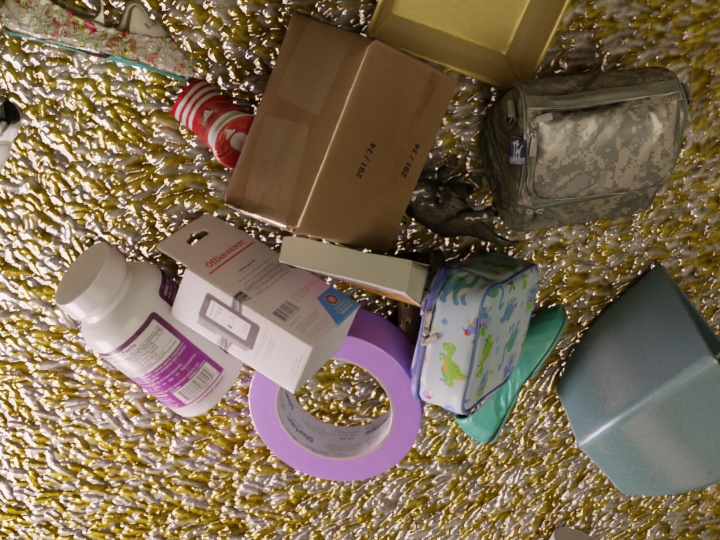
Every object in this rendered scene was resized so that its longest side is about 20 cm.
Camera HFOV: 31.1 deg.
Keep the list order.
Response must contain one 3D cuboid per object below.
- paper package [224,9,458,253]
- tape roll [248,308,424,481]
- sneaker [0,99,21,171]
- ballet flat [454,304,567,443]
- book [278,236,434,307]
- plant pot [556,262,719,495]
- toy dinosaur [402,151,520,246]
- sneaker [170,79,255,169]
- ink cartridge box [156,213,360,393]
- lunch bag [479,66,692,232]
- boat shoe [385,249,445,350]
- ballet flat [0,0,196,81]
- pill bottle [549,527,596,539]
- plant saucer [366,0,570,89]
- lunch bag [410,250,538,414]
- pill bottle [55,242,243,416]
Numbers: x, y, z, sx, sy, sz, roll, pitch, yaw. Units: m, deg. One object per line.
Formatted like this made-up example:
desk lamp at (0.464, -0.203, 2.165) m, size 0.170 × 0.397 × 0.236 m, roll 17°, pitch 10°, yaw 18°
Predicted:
paper package at (-0.017, -0.131, 1.288) m, size 0.190 × 0.103 × 0.202 m, roll 12°, pitch 101°, yaw -59°
tape roll at (-0.025, 0.142, 1.483) m, size 0.198 × 0.066 × 0.202 m, roll 4°, pitch 119°, yaw 8°
sneaker at (-0.435, -0.137, 1.256) m, size 0.198 × 0.075 × 0.081 m, roll 11°, pitch 123°, yaw -20°
ballet flat at (0.175, 0.119, 1.570) m, size 0.070 × 0.067 × 0.201 m, roll 26°, pitch 107°, yaw -11°
book at (0.000, 0.000, 1.359) m, size 0.132 × 0.200 × 0.049 m, roll 13°, pitch 89°, yaw 9°
plant pot at (0.357, 0.156, 1.573) m, size 0.199 × 0.197 × 0.196 m, roll -35°, pitch 122°, yaw 14°
toy dinosaur at (0.092, -0.072, 1.442) m, size 0.199 × 0.078 × 0.102 m, roll 13°, pitch 156°, yaw -34°
sneaker at (-0.123, -0.141, 1.345) m, size 0.078 × 0.116 × 0.200 m, roll -44°, pitch 153°, yaw -2°
ink cartridge box at (-0.116, 0.030, 1.362) m, size 0.199 × 0.116 × 0.068 m, roll 32°, pitch 121°, yaw 12°
lunch bag at (0.233, -0.140, 1.366) m, size 0.198 × 0.140 × 0.168 m, roll -8°, pitch 155°, yaw -10°
boat shoe at (0.057, 0.069, 1.508) m, size 0.067 × 0.072 × 0.202 m, roll 2°, pitch 114°, yaw -5°
ballet flat at (-0.247, -0.237, 1.253) m, size 0.198 × 0.076 × 0.064 m, roll 13°, pitch 106°, yaw -24°
pill bottle at (0.258, 0.454, 1.745) m, size 0.109 × 0.110 × 0.201 m, roll 16°, pitch 112°, yaw -23°
plant saucer at (0.123, -0.307, 1.334) m, size 0.198 × 0.049 × 0.201 m, roll 16°, pitch 112°, yaw -22°
lunch bag at (0.128, 0.068, 1.449) m, size 0.082 × 0.200 × 0.162 m, roll 16°, pitch 107°, yaw 22°
pill bottle at (-0.228, 0.061, 1.395) m, size 0.112 × 0.112 × 0.200 m, roll -42°, pitch 120°, yaw 9°
